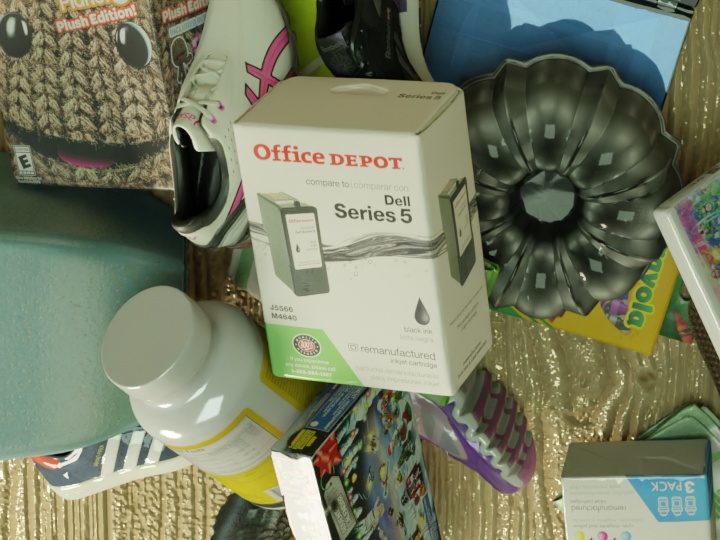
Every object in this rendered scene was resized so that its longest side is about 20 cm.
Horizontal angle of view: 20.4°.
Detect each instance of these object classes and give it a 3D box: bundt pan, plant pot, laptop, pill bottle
[{"bbox_3d":[0.135,-0.053,1.460,0.201,0.076,0.203,4,111,9],"label":"bundt pan"},{"bbox_3d":[-0.233,0.024,1.552,0.199,0.197,0.197,1,112,-6],"label":"plant pot"},{"bbox_3d":[0.144,-0.178,1.445,0.186,0.200,0.117,16,78,3],"label":"laptop"},{"bbox_3d":[-0.100,0.091,1.479,0.112,0.112,0.200,-27,140,18],"label":"pill bottle"}]

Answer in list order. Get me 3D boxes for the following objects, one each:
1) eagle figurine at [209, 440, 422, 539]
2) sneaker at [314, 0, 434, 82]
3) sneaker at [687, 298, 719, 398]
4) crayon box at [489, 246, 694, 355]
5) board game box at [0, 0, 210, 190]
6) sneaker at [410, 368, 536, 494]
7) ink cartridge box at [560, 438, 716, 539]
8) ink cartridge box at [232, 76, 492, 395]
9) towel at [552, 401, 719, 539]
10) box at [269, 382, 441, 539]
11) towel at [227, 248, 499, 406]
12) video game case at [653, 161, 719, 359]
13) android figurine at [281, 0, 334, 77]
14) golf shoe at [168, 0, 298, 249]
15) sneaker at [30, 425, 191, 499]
[{"bbox_3d":[-0.047,0.218,1.609,0.151,0.151,0.201,18,106,-9],"label":"eagle figurine"},{"bbox_3d":[0.003,-0.140,1.419,0.075,0.087,0.201,-16,85,38],"label":"sneaker"},{"bbox_3d":[0.319,0.099,1.541,0.075,0.070,0.201,-23,106,-7],"label":"sneaker"},{"bbox_3d":[0.177,-0.017,1.535,0.199,0.051,0.128,15,112,3],"label":"crayon box"},{"bbox_3d":[-0.186,-0.171,1.487,0.159,0.097,0.201,2,113,29],"label":"board game box"},{"bbox_3d":[0.052,0.107,1.595,0.200,0.081,0.088,44,118,-3],"label":"sneaker"},{"bbox_3d":[0.226,0.239,1.595,0.114,0.068,0.201,-3,111,13],"label":"ink cartridge box"},{"bbox_3d":[0.003,-0.025,1.392,0.145,0.084,0.201,5,119,26],"label":"ink cartridge box"},{"bbox_3d":[0.278,0.217,1.624,0.152,0.023,0.200,-39,101,21],"label":"towel"},{"bbox_3d":[0.002,0.176,1.502,0.040,0.137,0.201,8,126,31],"label":"box"},{"bbox_3d":[0.000,0.000,1.492,0.199,0.031,0.150,30,134,13],"label":"towel"},{"bbox_3d":[0.321,-0.003,1.470,0.182,0.024,0.201,-34,107,-23],"label":"video game case"},{"bbox_3d":[-0.043,-0.183,1.513,0.182,0.041,0.200,-33,101,19],"label":"android figurine"},{"bbox_3d":[-0.094,-0.115,1.420,0.072,0.092,0.201,3,90,28],"label":"golf shoe"},{"bbox_3d":[-0.188,0.120,1.628,0.199,0.075,0.085,-24,125,17],"label":"sneaker"}]
